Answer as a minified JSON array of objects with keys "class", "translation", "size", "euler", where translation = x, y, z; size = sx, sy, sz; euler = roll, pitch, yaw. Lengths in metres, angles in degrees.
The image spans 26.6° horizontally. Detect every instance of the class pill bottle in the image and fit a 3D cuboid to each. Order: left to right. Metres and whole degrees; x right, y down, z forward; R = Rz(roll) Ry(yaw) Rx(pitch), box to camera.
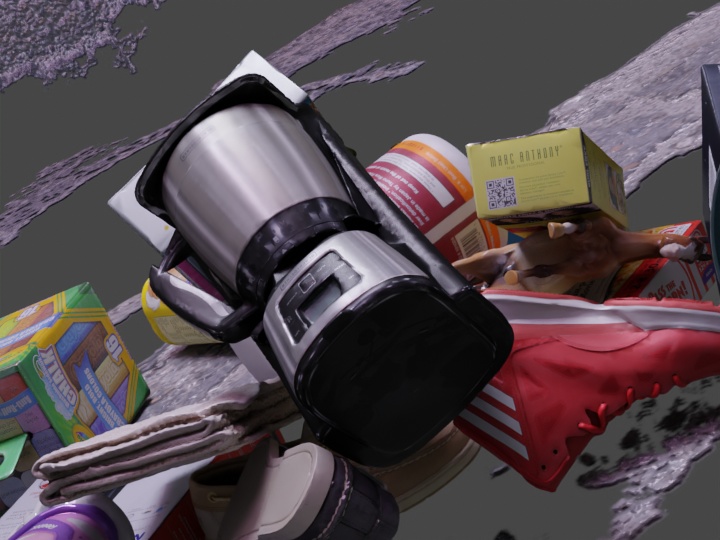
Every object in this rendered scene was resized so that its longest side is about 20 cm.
[{"class":"pill bottle","translation":[0.000,0.000,1.088],"size":[0.200,0.113,0.113],"euler":[-37,20,-21]}]

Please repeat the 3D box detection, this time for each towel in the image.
[{"class":"towel","translation":[-0.108,0.099,0.942],"size":[0.132,0.035,0.200],"euler":[-17,-2,11]}]

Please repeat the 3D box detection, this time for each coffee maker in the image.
[{"class":"coffee maker","translation":[-0.006,0.002,0.882],"size":[0.191,0.135,0.200],"euler":[5,35,-43]}]

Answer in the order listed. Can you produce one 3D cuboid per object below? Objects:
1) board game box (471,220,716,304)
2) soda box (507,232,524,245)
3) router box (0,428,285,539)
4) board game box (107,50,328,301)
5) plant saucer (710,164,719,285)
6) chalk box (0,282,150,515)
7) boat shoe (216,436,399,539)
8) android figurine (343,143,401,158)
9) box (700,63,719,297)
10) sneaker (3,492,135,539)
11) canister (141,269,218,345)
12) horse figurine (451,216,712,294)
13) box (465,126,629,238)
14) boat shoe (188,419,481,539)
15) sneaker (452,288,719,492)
[{"class":"board game box","translation":[0.131,0.035,1.065],"size":[0.199,0.046,0.151],"euler":[-11,23,43]},{"class":"soda box","translation":[0.075,-0.015,1.256],"size":[0.199,0.068,0.064],"euler":[-25,17,5]},{"class":"router box","translation":[-0.174,0.177,1.098],"size":[0.199,0.049,0.180],"euler":[-16,20,31]},{"class":"board game box","translation":[-0.076,-0.046,1.107],"size":[0.064,0.200,0.148],"euler":[41,85,27]},{"class":"plant saucer","translation":[0.277,-0.027,0.772],"size":[0.199,0.201,0.027],"euler":[-23,8,12]},{"class":"chalk box","translation":[-0.288,0.121,1.304],"size":[0.124,0.124,0.200],"euler":[-20,18,21]},{"class":"boat shoe","translation":[-0.033,0.138,0.875],"size":[0.073,0.062,0.200],"euler":[-69,13,-15]},{"class":"android figurine","translation":[-0.001,-0.005,1.203],"size":[0.181,0.041,0.201],"euler":[2,70,18]},{"class":"box","translation":[0.296,-0.053,0.886],"size":[0.181,0.105,0.200],"euler":[-2,22,9]},{"class":"sneaker","translation":[-0.221,0.218,0.913],"size":[0.200,0.080,0.088],"euler":[-47,7,5]},{"class":"canister","translation":[-0.098,0.009,1.420],"size":[0.148,0.087,0.200],"euler":[-38,19,-34]},{"class":"horse figurine","translation":[0.111,0.001,0.990],"size":[0.132,0.050,0.200],"euler":[-6,-12,-46]},{"class":"box","translation":[0.129,-0.053,1.009],"size":[0.075,0.050,0.200],"euler":[-8,-5,15]},{"class":"boat shoe","translation":[-0.021,0.126,0.983],"size":[0.199,0.069,0.074],"euler":[-23,17,12]},{"class":"sneaker","translation":[0.149,0.077,0.901],"size":[0.199,0.116,0.078],"euler":[3,-11,14]}]
